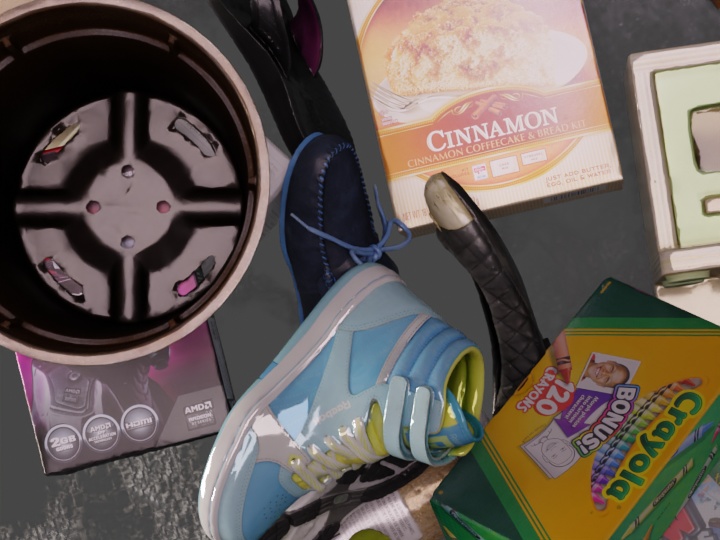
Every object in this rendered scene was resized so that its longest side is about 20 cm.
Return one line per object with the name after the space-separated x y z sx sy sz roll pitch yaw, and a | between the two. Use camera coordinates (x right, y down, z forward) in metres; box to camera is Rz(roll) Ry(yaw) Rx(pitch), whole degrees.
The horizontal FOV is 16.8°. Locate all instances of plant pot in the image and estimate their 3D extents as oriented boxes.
-0.143 -0.043 1.401 0.200 0.198 0.201 0 86 2 | plant pot

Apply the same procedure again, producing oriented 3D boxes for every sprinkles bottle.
0.009 0.166 1.611 0.200 0.068 0.068 -29 85 2 | sprinkles bottle

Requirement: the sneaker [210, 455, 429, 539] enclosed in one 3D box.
-0.023 0.116 1.571 0.200 0.074 0.081 -38 52 -6 | sneaker

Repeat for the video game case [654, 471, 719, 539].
0.174 0.183 1.520 0.143 0.018 0.200 -33 51 -11 | video game case

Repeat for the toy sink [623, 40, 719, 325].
0.250 -0.046 1.588 0.130 0.112 0.201 -7 86 4 | toy sink

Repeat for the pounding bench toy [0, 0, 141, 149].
-0.186 -0.180 1.604 0.124 0.156 0.200 43 89 6 | pounding bench toy

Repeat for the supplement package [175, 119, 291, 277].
-0.144 -0.028 1.609 0.121 0.120 0.200 43 90 3 | supplement package

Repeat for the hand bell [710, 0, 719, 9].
0.201 -0.267 1.633 0.104 0.104 0.200 -30 97 1 | hand bell

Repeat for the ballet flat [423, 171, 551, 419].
0.082 0.024 1.579 0.057 0.067 0.200 -23 119 4 | ballet flat

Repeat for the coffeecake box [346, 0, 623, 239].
0.079 -0.137 1.625 0.153 0.073 0.201 -13 85 4 | coffeecake box

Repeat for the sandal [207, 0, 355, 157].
-0.049 -0.160 1.632 0.048 0.075 0.201 -29 88 31 | sandal

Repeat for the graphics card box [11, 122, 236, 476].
-0.158 0.018 1.522 0.125 0.051 0.201 -14 88 2 | graphics card box

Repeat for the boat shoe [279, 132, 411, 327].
0.000 0.000 1.582 0.069 0.200 0.084 20 48 33 | boat shoe

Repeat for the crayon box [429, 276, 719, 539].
0.152 0.110 1.535 0.119 0.058 0.200 25 63 33 | crayon box

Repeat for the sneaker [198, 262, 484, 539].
-0.003 0.103 1.480 0.130 0.080 0.200 32 86 31 | sneaker

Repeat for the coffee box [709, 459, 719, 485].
0.268 0.177 1.606 0.123 0.044 0.201 -18 86 3 | coffee box

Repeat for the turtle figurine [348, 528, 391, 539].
0.043 0.231 1.589 0.200 0.064 0.161 -41 125 12 | turtle figurine
